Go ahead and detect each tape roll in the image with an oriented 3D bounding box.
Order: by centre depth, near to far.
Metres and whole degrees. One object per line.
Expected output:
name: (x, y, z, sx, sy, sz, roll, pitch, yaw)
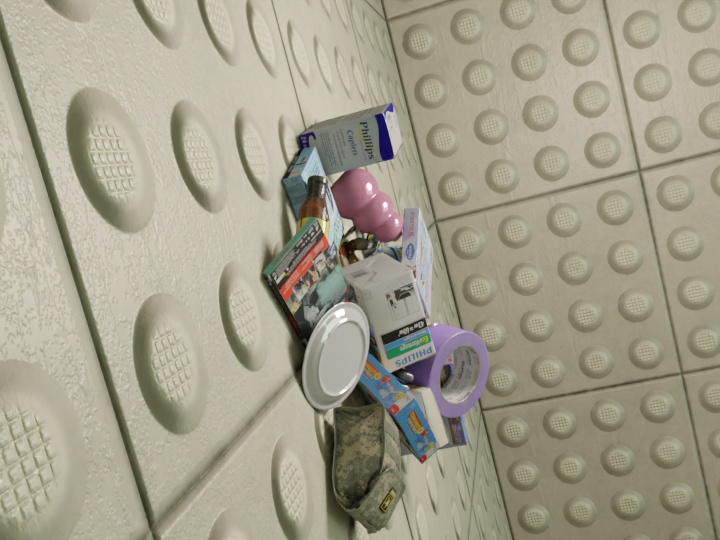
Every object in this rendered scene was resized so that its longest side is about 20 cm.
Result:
tape roll: (0.200, 0.230, 1.669, 0.199, 0.085, 0.202, -9, 103, -39)

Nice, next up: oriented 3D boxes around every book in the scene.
book: (0.107, 0.321, 1.645, 0.199, 0.048, 0.135, -3, -75, 59)

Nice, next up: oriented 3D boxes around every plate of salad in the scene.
plate of salad: (-0.049, 0.154, 1.318, 0.199, 0.048, 0.202, -23, 120, -49)

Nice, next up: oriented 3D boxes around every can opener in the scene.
can opener: (0.058, 0.231, 1.620, 0.200, 0.066, 0.053, 14, -95, 69)

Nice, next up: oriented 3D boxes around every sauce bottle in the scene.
sauce bottle: (-0.088, -0.082, 1.362, 0.066, 0.065, 0.202, 48, 45, -63)

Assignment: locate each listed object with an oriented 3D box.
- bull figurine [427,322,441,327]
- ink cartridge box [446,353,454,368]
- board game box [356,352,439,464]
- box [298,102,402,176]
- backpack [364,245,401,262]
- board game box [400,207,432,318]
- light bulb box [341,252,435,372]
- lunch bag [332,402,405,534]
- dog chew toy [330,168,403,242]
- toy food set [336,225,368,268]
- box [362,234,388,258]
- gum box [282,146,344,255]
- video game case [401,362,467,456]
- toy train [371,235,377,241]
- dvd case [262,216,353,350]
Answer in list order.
bull figurine: (0.115, 0.177, 1.769, 0.065, 0.198, 0.123, -27, 120, -64)
ink cartridge box: (0.168, 0.261, 1.874, 0.086, 0.198, 0.149, 42, 37, -68)
board game box: (0.064, 0.280, 1.518, 0.200, 0.056, 0.196, 41, -17, 43)
box: (-0.018, -0.295, 1.634, 0.184, 0.198, 0.106, -67, 142, -68)
backpack: (0.084, 0.036, 1.865, 0.163, 0.152, 0.202, -118, -147, -67)
board game box: (0.138, -0.015, 1.748, 0.200, 0.041, 0.202, 63, 29, -57)
light bulb box: (0.053, 0.089, 1.587, 0.198, 0.124, 0.202, -144, -144, -70)
lunch bag: (0.016, 0.368, 1.334, 0.164, 0.116, 0.202, 63, 23, -55)
dog chew toy: (0.019, -0.145, 1.702, 0.200, 0.125, 0.125, 44, 18, -3)
toy food set: (0.000, 0.000, 1.730, 0.144, 0.060, 0.202, -61, 136, -71)
box: (0.062, 0.001, 2.024, 0.160, 0.044, 0.201, -72, 146, -64)
gum box: (-0.093, -0.135, 1.507, 0.170, 0.044, 0.201, -77, 152, -61)
video game case: (0.158, 0.345, 1.793, 0.045, 0.180, 0.202, 9, 68, -76)
toy train: (0.051, -0.136, 1.972, 0.117, 0.084, 0.200, 66, 12, 7)
dvd case: (-0.087, 0.027, 1.281, 0.146, 0.022, 0.201, -53, 136, -30)
